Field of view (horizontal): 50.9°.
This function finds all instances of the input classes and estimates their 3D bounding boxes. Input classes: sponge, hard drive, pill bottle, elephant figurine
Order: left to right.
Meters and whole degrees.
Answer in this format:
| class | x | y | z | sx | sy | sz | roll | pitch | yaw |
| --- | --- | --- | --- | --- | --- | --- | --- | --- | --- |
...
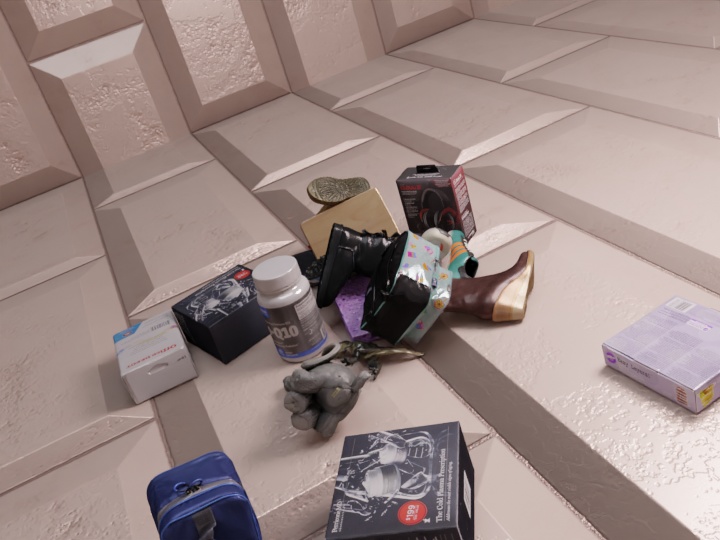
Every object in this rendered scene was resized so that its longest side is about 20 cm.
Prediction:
| class | x | y | z | sx | sy | sz | roll | pitch | yaw |
| --- | --- | --- | --- | --- | --- | --- | --- | --- | --- |
| pill bottle | -0.146 | 0.077 | 1.557 | 0.113 | 0.201 | 0.114 | -14 | 28 | 8 |
| hard drive | -0.102 | -0.012 | 1.860 | 0.199 | 0.043 | 0.135 | -16 | 28 | 1 |
| elephant figurine | -0.068 | 0.201 | 1.386 | 0.154 | 0.142 | 0.200 | 14 | 14 | -1 |
| sponge | 0.009 | 0.076 | 1.619 | 0.111 | 0.030 | 0.200 | -19 | 36 | -7 |

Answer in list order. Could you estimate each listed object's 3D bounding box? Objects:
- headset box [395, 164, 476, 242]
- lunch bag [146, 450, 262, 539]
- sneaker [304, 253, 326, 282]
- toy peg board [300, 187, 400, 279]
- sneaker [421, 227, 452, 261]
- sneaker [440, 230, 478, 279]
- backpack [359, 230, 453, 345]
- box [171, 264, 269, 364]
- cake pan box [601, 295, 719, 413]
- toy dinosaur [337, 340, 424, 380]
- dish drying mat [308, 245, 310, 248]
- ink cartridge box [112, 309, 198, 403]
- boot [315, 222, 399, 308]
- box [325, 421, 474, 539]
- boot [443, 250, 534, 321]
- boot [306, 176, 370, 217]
| class | x | y | z | sx | sy | sz | roll | pitch | yaw |
| --- | --- | --- | --- | --- | --- | --- | --- | --- | --- |
| headset box | 0.178 | -0.162 | 1.796 | 0.148 | 0.201 | 0.075 | 2 | 34 | 32 |
| lunch bag | -0.216 | 0.369 | 1.079 | 0.135 | 0.201 | 0.132 | -22 | 30 | -18 |
| sneaker | -0.026 | -0.014 | 1.685 | 0.199 | 0.073 | 0.072 | -23 | 36 | 1 |
| toy peg board | -0.010 | -0.054 | 1.773 | 0.199 | 0.200 | 0.098 | -27 | -7 | -8 |
| sneaker | 0.130 | -0.008 | 1.614 | 0.200 | 0.070 | 0.094 | -47 | 18 | 51 |
| sneaker | 0.223 | -0.020 | 1.661 | 0.079 | 0.072 | 0.201 | -6 | 38 | 19 |
| backpack | 0.095 | 0.030 | 1.491 | 0.153 | 0.176 | 0.201 | 20 | 42 | -12 |
| box | -0.290 | 0.093 | 1.718 | 0.200 | 0.105 | 0.182 | -35 | 34 | -29 |
| cake pan box | 0.526 | 0.127 | 1.234 | 0.184 | 0.053 | 0.200 | -27 | 29 | -21 |
| toy dinosaur | 0.016 | 0.168 | 1.471 | 0.199 | 0.048 | 0.088 | 3 | 28 | 28 |
| dish drying mat | -0.032 | -0.090 | 1.921 | 0.199 | 0.018 | 0.077 | -18 | 8 | -29 |
| ink cartridge box | -0.454 | 0.187 | 1.668 | 0.144 | 0.085 | 0.200 | -25 | 27 | -12 |
| boot | 0.000 | 0.001 | 1.612 | 0.162 | 0.199 | 0.073 | 15 | -1 | -8 |
| box | 0.062 | 0.329 | 1.073 | 0.181 | 0.105 | 0.200 | -12 | 28 | 14 |
| boot | 0.263 | 0.021 | 1.536 | 0.165 | 0.073 | 0.200 | 6 | 42 | 20 |
| boot | -0.084 | -0.145 | 1.828 | 0.174 | 0.066 | 0.200 | -5 | -25 | -32 |
